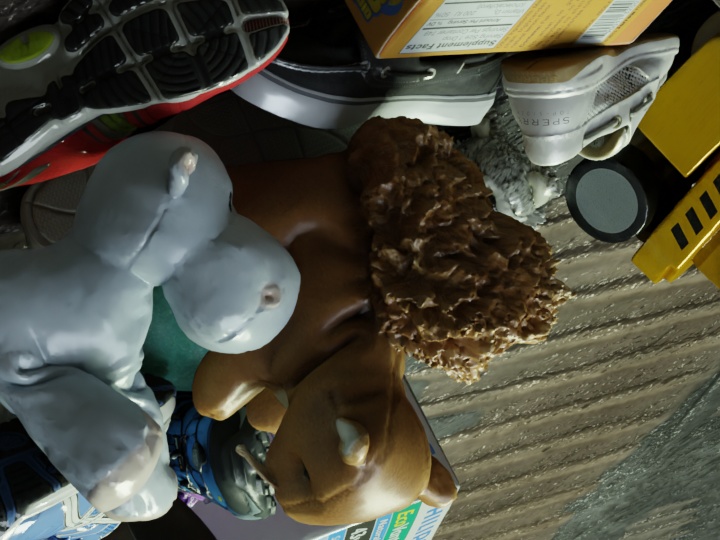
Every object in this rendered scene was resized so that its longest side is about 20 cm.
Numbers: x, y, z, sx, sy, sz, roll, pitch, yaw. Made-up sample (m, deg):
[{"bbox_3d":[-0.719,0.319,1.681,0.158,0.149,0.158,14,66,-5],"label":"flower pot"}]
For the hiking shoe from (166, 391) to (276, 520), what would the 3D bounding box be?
[{"bbox_3d":[-0.097,0.107,1.611,0.086,0.075,0.200,-6,-178,-9],"label":"hiking shoe"}]

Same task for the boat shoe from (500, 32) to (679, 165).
[{"bbox_3d":[0.129,-0.098,1.588,0.070,0.070,0.200,2,-168,26],"label":"boat shoe"}]

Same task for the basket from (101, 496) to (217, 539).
[{"bbox_3d":[-0.181,0.231,1.727,0.200,0.136,0.180,-40,149,16],"label":"basket"}]

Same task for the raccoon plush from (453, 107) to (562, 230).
[{"bbox_3d":[0.080,-0.044,1.741,0.134,0.097,0.200,-54,178,22],"label":"raccoon plush"}]

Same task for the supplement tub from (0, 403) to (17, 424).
[{"bbox_3d":[-0.220,0.099,1.596,0.122,0.123,0.200,-31,157,6],"label":"supplement tub"}]

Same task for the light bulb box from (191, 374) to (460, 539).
[{"bbox_3d":[-0.060,0.170,1.929,0.199,0.125,0.199,-18,155,-21],"label":"light bulb box"}]

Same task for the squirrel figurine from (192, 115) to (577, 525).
[{"bbox_3d":[0.004,0.029,1.434,0.199,0.187,0.141,-32,140,15],"label":"squirrel figurine"}]

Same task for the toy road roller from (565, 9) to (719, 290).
[{"bbox_3d":[0.238,-0.067,1.712,0.200,0.146,0.123,-50,172,36],"label":"toy road roller"}]

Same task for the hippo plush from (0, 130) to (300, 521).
[{"bbox_3d":[-0.123,0.007,1.379,0.161,0.200,0.159,-44,-175,-6],"label":"hippo plush"}]

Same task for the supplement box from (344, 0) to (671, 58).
[{"bbox_3d":[0.080,-0.159,1.474,0.199,0.067,0.069,-5,150,-43],"label":"supplement box"}]

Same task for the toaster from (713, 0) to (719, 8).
[{"bbox_3d":[0.270,-0.229,1.446,0.180,0.119,0.201,-17,145,-23],"label":"toaster"}]

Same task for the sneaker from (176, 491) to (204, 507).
[{"bbox_3d":[-0.113,0.108,1.784,0.200,0.089,0.080,-32,156,6],"label":"sneaker"}]

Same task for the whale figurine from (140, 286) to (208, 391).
[{"bbox_3d":[-0.084,0.029,1.629,0.158,0.104,0.200,-27,159,-4],"label":"whale figurine"}]

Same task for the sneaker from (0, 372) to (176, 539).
[{"bbox_3d":[-0.158,0.117,1.489,0.200,0.075,0.077,-28,128,-58],"label":"sneaker"}]

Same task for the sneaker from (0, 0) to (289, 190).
[{"bbox_3d":[-0.125,-0.094,1.380,0.199,0.077,0.085,-21,164,9],"label":"sneaker"}]

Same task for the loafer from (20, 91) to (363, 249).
[{"bbox_3d":[-0.088,-0.048,1.520,0.199,0.072,0.063,-17,166,-9],"label":"loafer"}]

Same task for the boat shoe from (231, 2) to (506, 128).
[{"bbox_3d":[0.009,-0.117,1.487,0.199,0.070,0.066,2,123,-44],"label":"boat shoe"}]
